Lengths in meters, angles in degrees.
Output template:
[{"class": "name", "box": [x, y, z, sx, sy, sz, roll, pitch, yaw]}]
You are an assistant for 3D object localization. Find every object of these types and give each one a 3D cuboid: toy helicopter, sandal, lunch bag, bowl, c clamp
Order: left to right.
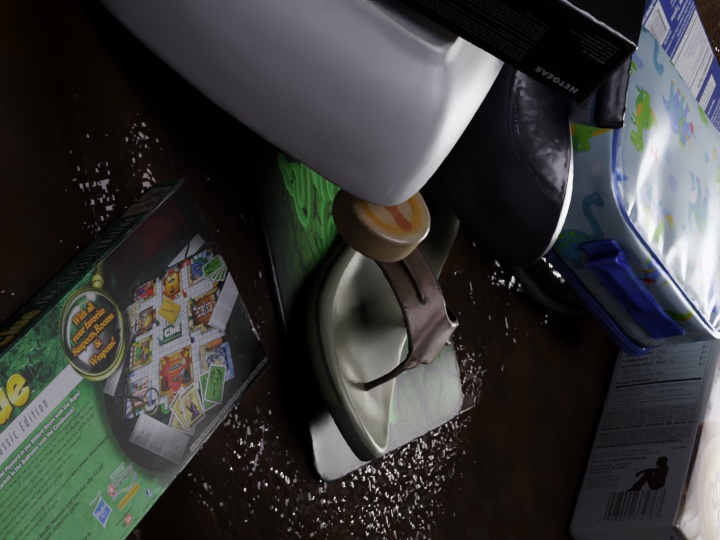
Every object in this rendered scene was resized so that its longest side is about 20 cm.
[{"class": "bowl", "box": [-0.008, -0.154, 0.838, 0.200, 0.075, 0.200, 36, 49, -7]}, {"class": "toy helicopter", "box": [-0.005, -0.090, 0.889, 0.132, 0.079, 0.200, 17, 46, -27]}, {"class": "sandal", "box": [0.023, 0.009, 0.929, 0.080, 0.057, 0.201, 57, 38, -36]}, {"class": "c clamp", "box": [0.142, -0.049, 1.165, 0.171, 0.027, 0.200, 54, 41, -36]}, {"class": "lunch bag", "box": [0.166, -0.048, 1.104, 0.200, 0.082, 0.161, 43, 44, -46]}]

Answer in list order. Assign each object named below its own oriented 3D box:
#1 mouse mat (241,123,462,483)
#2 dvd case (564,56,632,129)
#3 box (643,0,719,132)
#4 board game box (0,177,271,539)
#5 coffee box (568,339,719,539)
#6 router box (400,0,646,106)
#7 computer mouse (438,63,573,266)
[{"class": "mouse mat", "box": [0.000, 0.000, 0.957, 0.161, 0.008, 0.200, -20, 98, -57]}, {"class": "dvd case", "box": [0.108, -0.156, 0.989, 0.018, 0.200, 0.143, 4, 97, -16]}, {"class": "box", "box": [0.242, -0.122, 1.329, 0.200, 0.032, 0.121, 61, 38, -26]}, {"class": "board game box", "box": [-0.110, 0.052, 0.762, 0.200, 0.023, 0.105, -50, 126, -50]}, {"class": "coffee box", "box": [0.217, 0.124, 1.191, 0.113, 0.080, 0.200, 54, 42, -34]}, {"class": "router box", "box": [0.041, -0.183, 0.802, 0.200, 0.051, 0.149, 29, 48, -14]}, {"class": "computer mouse", "box": [0.068, -0.099, 0.966, 0.053, 0.138, 0.200, 6, 68, -24]}]
